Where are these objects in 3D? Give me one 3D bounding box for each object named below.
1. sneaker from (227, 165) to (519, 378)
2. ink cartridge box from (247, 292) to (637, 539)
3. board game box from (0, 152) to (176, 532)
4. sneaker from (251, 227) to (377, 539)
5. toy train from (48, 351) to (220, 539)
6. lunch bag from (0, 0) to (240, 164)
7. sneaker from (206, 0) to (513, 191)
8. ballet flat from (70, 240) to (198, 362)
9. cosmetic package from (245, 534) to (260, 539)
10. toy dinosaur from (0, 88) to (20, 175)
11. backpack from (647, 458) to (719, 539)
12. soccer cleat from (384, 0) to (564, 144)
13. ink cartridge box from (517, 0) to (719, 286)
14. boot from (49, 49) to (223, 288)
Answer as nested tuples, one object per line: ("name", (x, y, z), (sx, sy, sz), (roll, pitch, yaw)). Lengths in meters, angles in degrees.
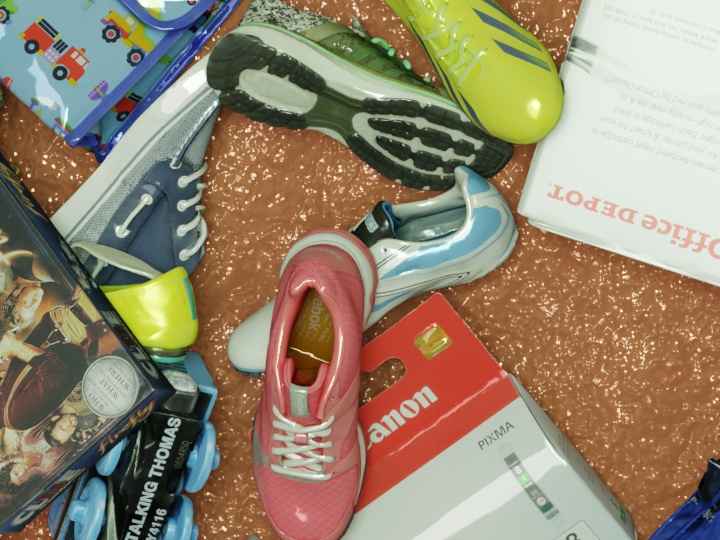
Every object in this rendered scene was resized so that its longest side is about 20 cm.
("sneaker", (0.000, 0.000, 1.282), (0.200, 0.072, 0.073), (-29, 118, 8))
("ink cartridge box", (0.050, 0.138, 1.279), (0.161, 0.050, 0.200), (-37, 106, 14))
("board game box", (-0.221, 0.038, 1.250), (0.135, 0.035, 0.200), (-42, 74, 11))
("sneaker", (-0.036, 0.078, 1.227), (0.073, 0.087, 0.201), (5, 104, 8))
("toy train", (-0.150, 0.143, 1.315), (0.086, 0.114, 0.201), (14, 108, -20))
("lunch bag", (-0.158, -0.194, 1.306), (0.151, 0.094, 0.200), (42, 91, 7))
("sneaker", (0.008, -0.120, 1.271), (0.199, 0.089, 0.077), (24, 139, -14))
("ballet flat", (-0.193, 0.013, 1.293), (0.199, 0.067, 0.067), (6, 101, 19))
("cosmetic package", (-0.111, 0.279, 1.343), (0.200, 0.071, 0.101), (-45, 85, 13))
("toy dinosaur", (-0.276, -0.047, 1.363), (0.200, 0.060, 0.106), (-42, 75, 26))
("backpack", (0.241, 0.187, 1.209), (0.200, 0.168, 0.163), (-44, 79, 17))
("soccer cleat", (0.049, -0.150, 1.218), (0.065, 0.084, 0.200), (-44, 56, 19))
("ink cartridge box", (0.193, -0.106, 1.226), (0.146, 0.084, 0.201), (19, 101, 9))
("boot", (-0.120, -0.049, 1.317), (0.090, 0.073, 0.200), (44, 112, -1))
